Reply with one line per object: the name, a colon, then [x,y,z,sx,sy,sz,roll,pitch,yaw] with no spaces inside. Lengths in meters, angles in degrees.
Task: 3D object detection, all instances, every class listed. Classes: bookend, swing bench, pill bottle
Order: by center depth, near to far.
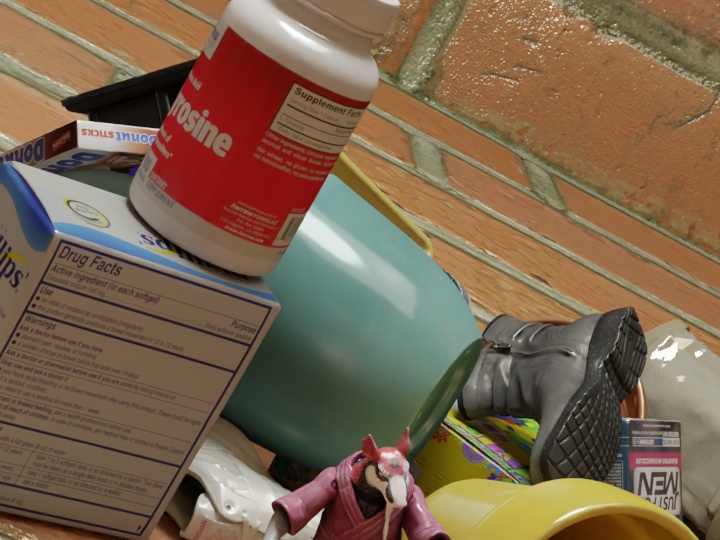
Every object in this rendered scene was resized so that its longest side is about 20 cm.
pill bottle: [-0.059,-0.107,1.443,0.112,0.201,0.112,28,14,-7]
swing bench: [0.292,0.186,1.922,0.129,0.201,0.199,-26,41,-18]
bookend: [-0.173,-0.096,2.192,0.199,0.200,0.092,-13,-6,26]

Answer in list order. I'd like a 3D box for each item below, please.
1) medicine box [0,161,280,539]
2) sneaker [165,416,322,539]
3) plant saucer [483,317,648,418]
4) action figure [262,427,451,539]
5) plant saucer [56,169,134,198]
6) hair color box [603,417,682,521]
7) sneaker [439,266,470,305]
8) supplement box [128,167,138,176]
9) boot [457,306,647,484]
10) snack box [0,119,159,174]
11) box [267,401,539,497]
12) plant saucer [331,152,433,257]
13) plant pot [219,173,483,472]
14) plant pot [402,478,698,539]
medicine box: [-0.185,0.057,1.451,0.182,0.201,0.103,19,17,-39]
sneaker: [-0.071,0.184,1.555,0.200,0.075,0.100,33,33,11]
plant saucer: [0.150,0.135,1.908,0.200,0.200,0.032,41,-8,38]
action figure: [0.004,0.176,1.408,0.133,0.201,0.149,18,28,0]
plant saucer: [-0.208,0.022,1.617,0.201,0.201,0.039,37,-15,27]
hair color box: [0.203,0.214,1.705,0.060,0.201,0.100,-3,-5,32]
sneaker: [0.000,0.000,1.765,0.199,0.079,0.077,18,-27,-18]
supplement box: [-0.127,-0.010,2.014,0.200,0.101,0.103,38,15,27]
boot: [0.129,0.103,1.666,0.131,0.070,0.200,-6,29,29]
snack box: [-0.229,-0.081,1.688,0.072,0.024,0.200,5,-12,-34]
box: [0.071,0.162,1.773,0.200,0.122,0.192,36,15,26]
plant saucer: [-0.050,0.000,1.842,0.048,0.201,0.200,-10,-46,48]
plant pot: [-0.010,0.058,1.614,0.161,0.201,0.200,34,14,12]
plant pot: [0.115,0.230,1.521,0.200,0.202,0.189,22,0,-30]
